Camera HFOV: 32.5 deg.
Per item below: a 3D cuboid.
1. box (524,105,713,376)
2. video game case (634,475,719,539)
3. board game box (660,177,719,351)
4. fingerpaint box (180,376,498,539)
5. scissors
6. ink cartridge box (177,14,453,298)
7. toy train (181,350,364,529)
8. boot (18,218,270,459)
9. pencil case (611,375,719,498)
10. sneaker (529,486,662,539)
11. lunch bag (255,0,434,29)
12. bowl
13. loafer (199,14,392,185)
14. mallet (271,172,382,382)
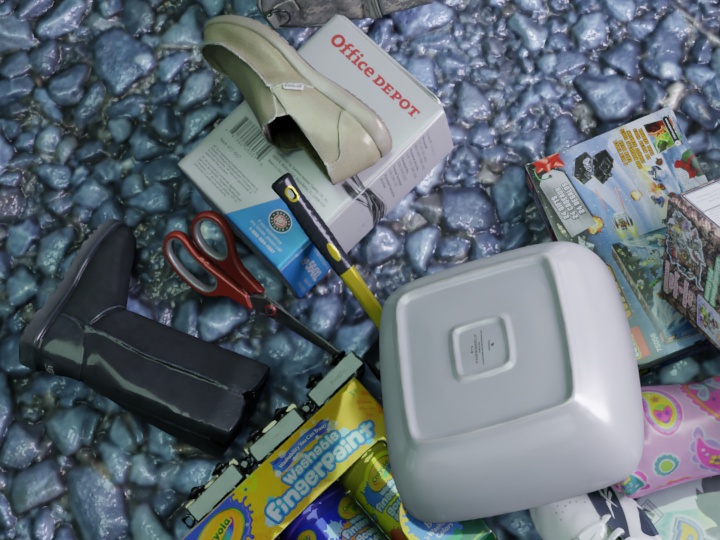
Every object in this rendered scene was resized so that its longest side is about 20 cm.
[{"bbox_3d":[0.236,-0.022,1.031,0.136,0.040,0.202,-21,68,3],"label":"box"},{"bbox_3d":[0.320,0.210,0.942,0.182,0.022,0.200,-43,68,-5],"label":"video game case"},{"bbox_3d":[0.341,0.010,0.889,0.158,0.098,0.200,-21,42,-16],"label":"board game box"},{"bbox_3d":[-0.019,0.217,0.981,0.200,0.073,0.167,-42,69,-5],"label":"fingerpaint box"},{"bbox_3d":[-0.090,0.030,1.078,0.200,0.014,0.073,46,118,-2],"label":"scissors"},{"bbox_3d":[-0.036,-0.101,1.090,0.200,0.084,0.146,-43,68,-6],"label":"ink cartridge box"},{"bbox_3d":[-0.072,0.143,1.034,0.200,0.046,0.034,-43,76,-7],"label":"toy train"},{"bbox_3d":[-0.168,0.054,1.070,0.198,0.066,0.166,20,57,11],"label":"boot"},{"bbox_3d":[0.278,0.118,0.923,0.197,0.088,0.089,-7,70,4],"label":"pencil case"},{"bbox_3d":[0.186,0.216,0.888,0.079,0.130,0.200,-32,69,4],"label":"sneaker"},{"bbox_3d":[-0.029,-0.331,1.139,0.166,0.140,0.202,-13,68,6],"label":"lunch bag"},{"bbox_3d":[0.101,0.071,0.917,0.198,0.075,0.202,-16,55,18],"label":"bowl"},{"bbox_3d":[-0.066,-0.142,1.024,0.199,0.076,0.068,35,75,21],"label":"loafer"},{"bbox_3d":[0.000,0.000,1.022,0.065,0.041,0.201,-30,103,-8],"label":"mallet"}]
